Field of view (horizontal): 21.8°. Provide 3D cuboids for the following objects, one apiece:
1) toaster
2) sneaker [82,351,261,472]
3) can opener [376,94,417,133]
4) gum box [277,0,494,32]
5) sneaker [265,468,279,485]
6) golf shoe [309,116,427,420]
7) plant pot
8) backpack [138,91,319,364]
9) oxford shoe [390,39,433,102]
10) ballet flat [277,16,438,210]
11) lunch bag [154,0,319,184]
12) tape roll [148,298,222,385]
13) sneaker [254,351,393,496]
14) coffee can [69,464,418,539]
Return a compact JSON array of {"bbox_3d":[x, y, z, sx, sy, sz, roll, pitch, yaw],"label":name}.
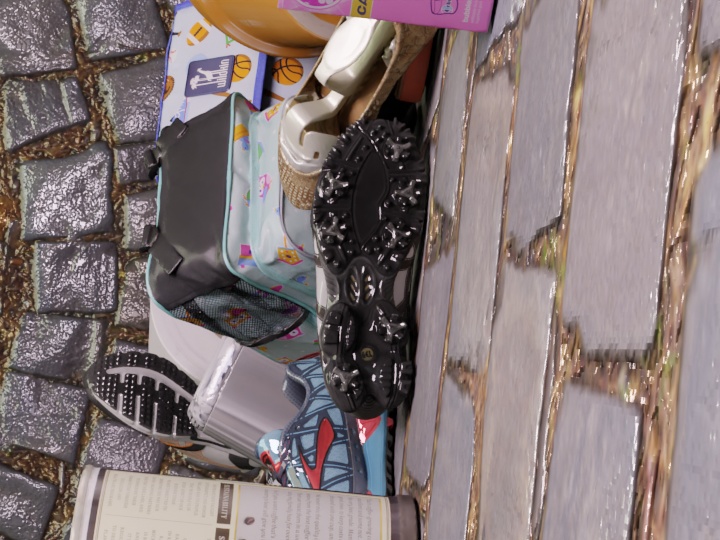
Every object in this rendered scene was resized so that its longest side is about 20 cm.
[{"bbox_3d":[-0.069,0.108,1.555,0.200,0.128,0.114,148,147,-86],"label":"toaster"},{"bbox_3d":[-0.158,0.135,1.654,0.080,0.199,0.074,-39,33,50],"label":"sneaker"},{"bbox_3d":[0.007,-0.118,1.400,0.200,0.078,0.064,-66,-9,-67],"label":"can opener"},{"bbox_3d":[0.018,-0.221,1.029,0.201,0.112,0.067,-88,5,-47],"label":"gum box"},{"bbox_3d":[-0.053,0.243,1.727,0.200,0.074,0.116,117,151,-68],"label":"sneaker"},{"bbox_3d":[0.000,0.000,1.245,0.095,0.077,0.202,111,166,-76],"label":"golf shoe"},{"bbox_3d":[-0.031,-0.247,1.396,0.183,0.198,0.202,-135,49,-65],"label":"plant pot"},{"bbox_3d":[-0.056,-0.027,1.439,0.200,0.152,0.177,40,-141,-48],"label":"backpack"},{"bbox_3d":[0.020,-0.219,1.285,0.071,0.072,0.202,-103,19,-80],"label":"oxford shoe"},{"bbox_3d":[-0.017,-0.122,1.261,0.065,0.071,0.201,-11,-40,-51],"label":"ballet flat"},{"bbox_3d":[-0.070,-0.141,1.581,0.124,0.198,0.172,105,171,-68],"label":"lunch bag"},{"bbox_3d":[-0.106,0.064,1.806,0.140,0.200,0.204,101,174,-58],"label":"tape roll"},{"bbox_3d":[-0.028,0.145,1.289,0.080,0.094,0.201,100,175,-49],"label":"sneaker"},{"bbox_3d":[-0.073,0.198,1.110,0.146,0.198,0.148,-174,90,-86],"label":"coffee can"}]
